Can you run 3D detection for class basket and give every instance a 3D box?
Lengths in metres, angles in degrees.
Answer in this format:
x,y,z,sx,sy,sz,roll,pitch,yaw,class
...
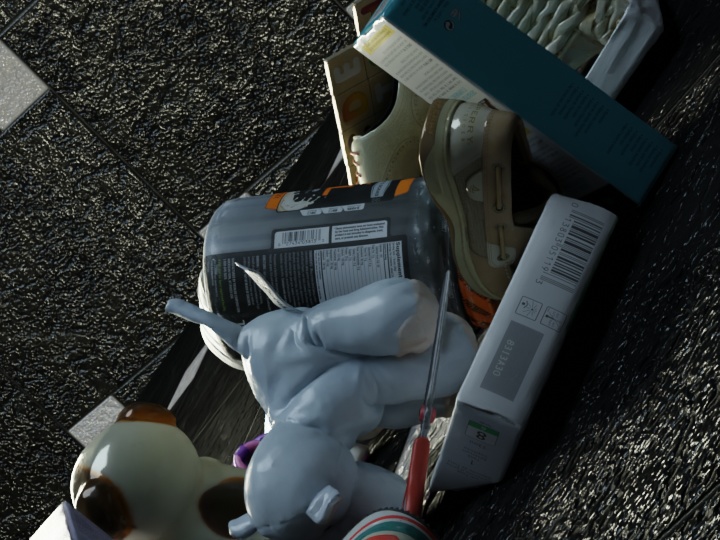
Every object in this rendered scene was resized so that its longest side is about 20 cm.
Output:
x,y,z,sx,sy,sz,roll,pitch,yaw,class
0.136,-0.175,1.584,0.136,0.123,0.200,-56,4,16,basket

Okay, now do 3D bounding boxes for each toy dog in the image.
x,y,z,sx,sy,sz,roll,pitch,yaw,class
-0.119,0.188,1.549,0.140,0.200,0.194,-63,9,-26,toy dog

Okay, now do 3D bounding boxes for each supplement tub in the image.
x,y,z,sx,sy,sz,roll,pitch,yaw,class
0.000,0.000,1.499,0.123,0.200,0.123,-6,-90,-75,supplement tub

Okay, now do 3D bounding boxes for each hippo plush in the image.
x,y,z,sx,sy,sz,roll,pitch,yaw,class
-0.011,0.100,1.394,0.159,0.200,0.161,-27,46,39,hippo plush

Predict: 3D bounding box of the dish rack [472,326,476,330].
x,y,z,sx,sy,sz,roll,pitch,yaw,class
0.060,-0.003,1.655,0.154,0.054,0.200,-68,7,-22,dish rack

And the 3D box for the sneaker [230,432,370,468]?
x,y,z,sx,sy,sz,roll,pitch,yaw,class
-0.069,0.175,1.707,0.200,0.088,0.081,-50,13,53,sneaker

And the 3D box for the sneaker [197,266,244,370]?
x,y,z,sx,sy,sz,roll,pitch,yaw,class
-0.051,0.059,1.645,0.075,0.200,0.100,-51,-26,-26,sneaker

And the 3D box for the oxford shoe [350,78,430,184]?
x,y,z,sx,sy,sz,roll,pitch,yaw,class
0.019,-0.071,1.662,0.071,0.074,0.200,-169,102,-80,oxford shoe

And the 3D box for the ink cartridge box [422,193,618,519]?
x,y,z,sx,sy,sz,roll,pitch,yaw,class
0.094,0.068,1.325,0.200,0.050,0.161,99,-164,-59,ink cartridge box

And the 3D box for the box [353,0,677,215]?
x,y,z,sx,sy,sz,roll,pitch,yaw,class
0.096,-0.111,1.345,0.049,0.200,0.082,-56,7,-14,box

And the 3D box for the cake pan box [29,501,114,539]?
x,y,z,sx,sy,sz,roll,pitch,yaw,class
-0.132,0.245,1.419,0.052,0.200,0.184,-50,13,-1,cake pan box

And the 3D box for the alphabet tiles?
x,y,z,sx,sy,sz,roll,pitch,yaw,class
0.049,-0.146,1.693,0.167,0.200,0.008,-30,41,-24,alphabet tiles

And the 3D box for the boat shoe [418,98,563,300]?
x,y,z,sx,sy,sz,roll,pitch,yaw,class
0.093,-0.037,1.347,0.200,0.064,0.071,56,-137,-57,boat shoe

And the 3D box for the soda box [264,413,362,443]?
x,y,z,sx,sy,sz,roll,pitch,yaw,class
-0.032,0.047,1.753,0.064,0.068,0.200,-36,46,53,soda box

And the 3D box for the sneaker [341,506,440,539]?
x,y,z,sx,sy,sz,roll,pitch,yaw,class
-0.026,0.233,1.271,0.200,0.070,0.093,-52,4,22,sneaker

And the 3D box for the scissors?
x,y,z,sx,sy,sz,roll,pitch,yaw,class
0.041,0.102,1.319,0.073,0.014,0.200,-73,-6,-82,scissors
